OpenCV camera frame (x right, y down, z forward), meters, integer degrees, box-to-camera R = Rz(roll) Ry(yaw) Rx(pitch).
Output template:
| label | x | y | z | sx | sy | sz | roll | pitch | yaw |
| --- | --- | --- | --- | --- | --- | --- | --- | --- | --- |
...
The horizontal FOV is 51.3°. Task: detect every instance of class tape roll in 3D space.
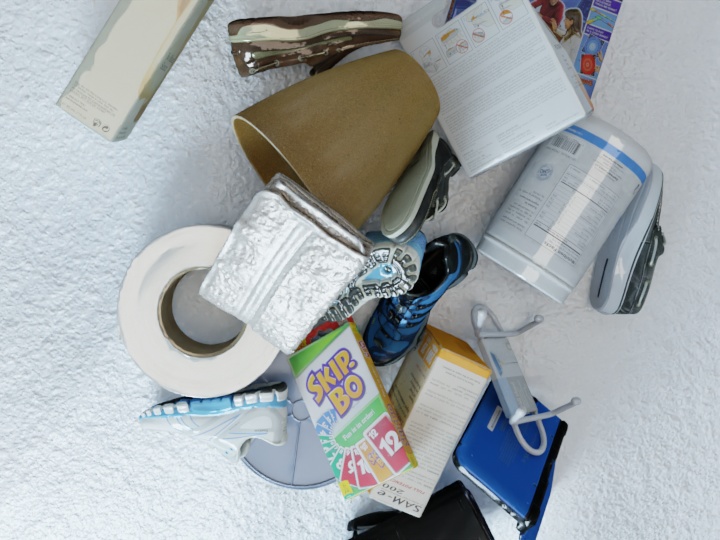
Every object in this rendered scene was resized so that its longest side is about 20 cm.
| label | x | y | z | sx | sy | sz | roll | pitch | yaw |
| --- | --- | --- | --- | --- | --- | --- | --- | --- | --- |
| tape roll | -0.183 | 0.045 | 0.893 | 0.200 | 0.071 | 0.205 | 0 | 94 | -4 |

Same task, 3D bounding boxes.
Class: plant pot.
| label | x | y | z | sx | sy | sz | roll | pitch | yaw |
| --- | --- | --- | --- | --- | --- | --- | --- | --- | --- |
| plant pot | -0.012 | -0.155 | 0.848 | 0.200 | 0.186 | 0.187 | -40 | 103 | -11 |

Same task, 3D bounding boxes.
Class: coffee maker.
| label | x | y | z | sx | sy | sz | roll | pitch | yaw |
| --- | --- | --- | --- | --- | --- | --- | --- | --- | --- |
| coffee maker | 0.071 | 0.365 | 0.935 | 0.199 | 0.192 | 0.136 | -27 | 88 | -3 |

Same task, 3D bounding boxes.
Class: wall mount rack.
| label | x | y | z | sx | sy | sz | roll | pitch | yaw |
| --- | --- | --- | --- | --- | --- | --- | --- | --- | --- |
| wall mount rack | 0.186 | 0.117 | 0.900 | 0.074 | 0.173 | 0.202 | -34 | 66 | 34 |

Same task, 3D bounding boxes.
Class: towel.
| label | x | y | z | sx | sy | sz | roll | pitch | yaw |
| --- | --- | --- | --- | --- | --- | --- | --- | --- | --- |
| towel | -0.083 | 0.001 | 0.792 | 0.132 | 0.035 | 0.200 | 35 | 129 | -3 |

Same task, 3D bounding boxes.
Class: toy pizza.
| label | x | y | z | sx | sy | sz | roll | pitch | yaw |
| --- | --- | --- | --- | --- | --- | --- | --- | --- | --- |
| toy pizza | -0.074 | 0.175 | 0.952 | 0.198 | 0.032 | 0.203 | 0 | 90 | 0 |

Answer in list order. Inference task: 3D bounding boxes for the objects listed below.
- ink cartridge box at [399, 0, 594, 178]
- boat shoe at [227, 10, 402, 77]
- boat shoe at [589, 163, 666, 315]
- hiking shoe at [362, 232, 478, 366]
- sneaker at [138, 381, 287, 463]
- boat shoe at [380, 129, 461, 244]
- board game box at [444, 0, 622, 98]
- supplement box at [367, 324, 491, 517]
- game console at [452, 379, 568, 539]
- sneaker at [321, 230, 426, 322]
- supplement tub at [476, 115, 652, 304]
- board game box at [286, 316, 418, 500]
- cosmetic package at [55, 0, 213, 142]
| label | x | y | z | sx | sy | sz | roll | pitch | yaw |
| --- | --- | --- | --- | --- | --- | --- | --- | --- | --- |
| ink cartridge box | 0.150 | -0.231 | 0.863 | 0.161 | 0.050 | 0.202 | -26 | 91 | 34 |
| boat shoe | -0.050 | -0.258 | 0.871 | 0.200 | 0.075 | 0.076 | -3 | 112 | 1 |
| boat shoe | 0.354 | -0.038 | 0.965 | 0.070 | 0.072 | 0.202 | 7 | 110 | -17 |
| hiking shoe | 0.056 | 0.032 | 0.909 | 0.074 | 0.086 | 0.201 | 40 | 104 | 23 |
| sneaker | -0.177 | 0.191 | 0.904 | 0.198 | 0.075 | 0.088 | -9 | 92 | 18 |
| boat shoe | 0.076 | -0.090 | 0.857 | 0.072 | 0.201 | 0.068 | -33 | 110 | 34 |
| board game box | 0.204 | -0.295 | 0.908 | 0.198 | 0.034 | 0.137 | 16 | 97 | -10 |
| supplement box | 0.075 | 0.181 | 0.934 | 0.073 | 0.126 | 0.202 | 24 | 96 | -10 |
| game console | 0.184 | 0.260 | 0.943 | 0.170 | 0.200 | 0.119 | 39 | 124 | 5 |
| sneaker | 0.000 | 0.000 | 0.892 | 0.199 | 0.090 | 0.079 | -15 | 113 | 36 |
| supplement tub | 0.244 | -0.077 | 0.905 | 0.131 | 0.132 | 0.201 | 31 | 96 | -11 |
| board game box | -0.016 | 0.156 | 0.887 | 0.095 | 0.030 | 0.202 | -30 | 72 | 17 |
| cosmetic package | -0.244 | -0.246 | 0.828 | 0.071 | 0.105 | 0.201 | 33 | 96 | -13 |
